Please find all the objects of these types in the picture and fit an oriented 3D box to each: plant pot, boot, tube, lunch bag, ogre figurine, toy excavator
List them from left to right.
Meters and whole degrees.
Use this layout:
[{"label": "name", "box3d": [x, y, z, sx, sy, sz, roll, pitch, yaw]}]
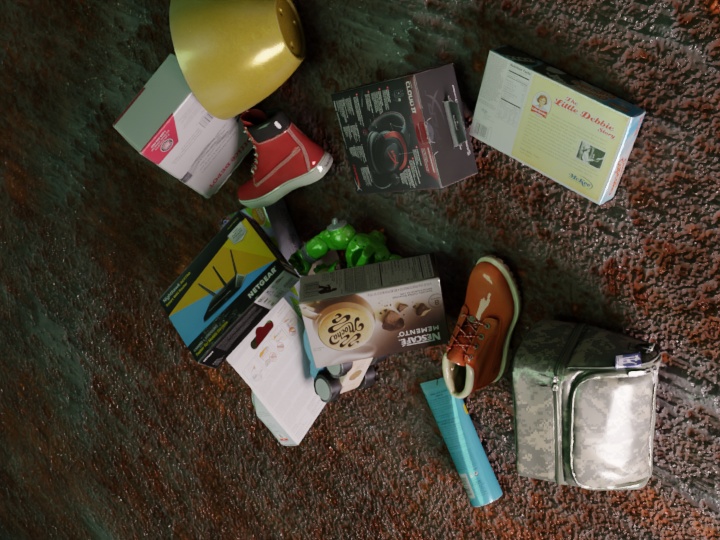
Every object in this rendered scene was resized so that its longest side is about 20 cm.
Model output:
[{"label": "plant pot", "box3d": [-0.163, -0.336, 1.266, 0.141, 0.200, 0.201, -12, 102, 18]}, {"label": "boot", "box3d": [-0.157, -0.180, 1.357, 0.200, 0.073, 0.144, -22, 127, 42]}, {"label": "toy excavator", "box3d": [-0.050, 0.083, 1.421, 0.200, 0.100, 0.195, 49, 136, 28]}, {"label": "ogre figurine", "box3d": [0.000, 0.000, 1.313, 0.200, 0.098, 0.120, 44, 130, 16]}, {"label": "tube", "box3d": [0.155, 0.260, 1.334, 0.077, 0.050, 0.201, -26, 86, 44]}, {"label": "boot", "box3d": [0.161, 0.081, 1.191, 0.075, 0.107, 0.201, 21, 122, 39]}, {"label": "lunch bag", "box3d": [0.287, 0.170, 1.094, 0.167, 0.139, 0.201, 6, 116, 25]}]

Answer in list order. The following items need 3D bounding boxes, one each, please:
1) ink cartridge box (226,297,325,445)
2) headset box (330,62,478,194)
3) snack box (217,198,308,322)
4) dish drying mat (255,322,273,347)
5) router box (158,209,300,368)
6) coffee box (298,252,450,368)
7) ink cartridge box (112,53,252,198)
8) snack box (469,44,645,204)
[{"label": "ink cartridge box", "box3d": [-0.132, 0.165, 1.440, 0.050, 0.162, 0.200, -14, 121, 46]}, {"label": "headset box", "box3d": [0.063, -0.185, 1.160, 0.200, 0.075, 0.149, 1, 111, 53]}, {"label": "snack box", "box3d": [-0.156, -0.016, 1.498, 0.142, 0.053, 0.201, -16, 98, 46]}, {"label": "dish drying mat", "box3d": [-0.159, 0.178, 1.626, 0.077, 0.018, 0.201, 12, 117, 40]}, {"label": "router box", "box3d": [-0.206, 0.029, 1.350, 0.200, 0.051, 0.149, -47, 56, 9]}, {"label": "coffee box", "box3d": [0.021, 0.056, 1.243, 0.199, 0.080, 0.114, -10, 119, 3]}, {"label": "ink cartridge box", "box3d": [-0.265, -0.221, 1.366, 0.083, 0.200, 0.145, 40, 91, 26]}, {"label": "snack box", "box3d": [0.229, -0.177, 1.042, 0.200, 0.037, 0.117, 35, 133, 28]}]
